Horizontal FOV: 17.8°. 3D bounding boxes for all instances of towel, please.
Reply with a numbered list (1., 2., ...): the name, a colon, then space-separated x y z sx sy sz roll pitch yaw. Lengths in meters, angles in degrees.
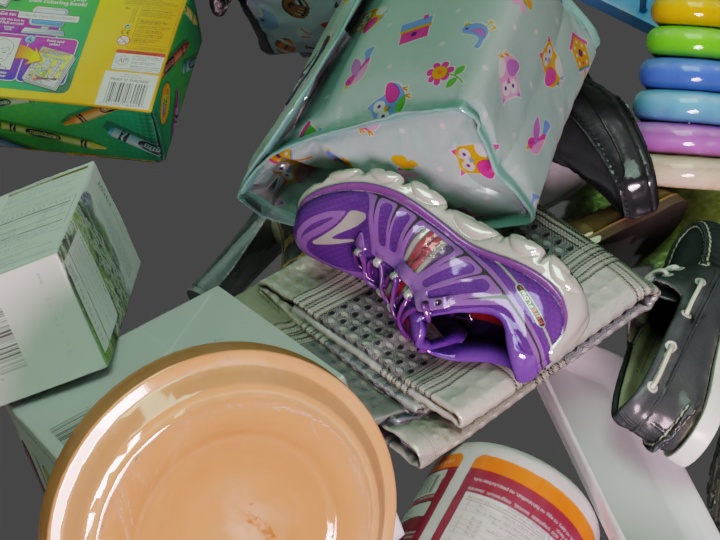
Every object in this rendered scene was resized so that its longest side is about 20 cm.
1. towel: 0.048 0.016 1.408 0.200 0.035 0.192 -34 50 -23

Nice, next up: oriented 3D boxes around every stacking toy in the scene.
1. stacking toy: 0.220 -0.154 1.522 0.085 0.085 0.201 4 93 8

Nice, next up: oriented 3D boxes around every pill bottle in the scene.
1. pill bottle: 0.051 0.204 1.308 0.109 0.110 0.200 20 56 19

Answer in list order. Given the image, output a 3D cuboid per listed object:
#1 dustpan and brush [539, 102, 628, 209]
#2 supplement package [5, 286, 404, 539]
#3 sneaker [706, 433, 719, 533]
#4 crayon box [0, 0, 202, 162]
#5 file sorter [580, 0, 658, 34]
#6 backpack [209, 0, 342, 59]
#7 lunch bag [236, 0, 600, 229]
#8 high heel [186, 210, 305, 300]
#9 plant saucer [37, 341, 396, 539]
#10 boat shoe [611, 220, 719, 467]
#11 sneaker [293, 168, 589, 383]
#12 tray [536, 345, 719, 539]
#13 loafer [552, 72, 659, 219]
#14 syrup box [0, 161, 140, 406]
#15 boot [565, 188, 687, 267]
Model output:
1. dustpan and brush: 0.074 -0.062 1.556 0.139 0.057 0.200 28 53 26
2. supplement package: -0.096 0.113 1.340 0.156 0.111 0.200 -28 23 -15
3. sneaker: 0.274 0.082 1.406 0.090 0.078 0.200 21 59 13
4. crayon box: -0.224 -0.148 1.637 0.199 0.058 0.119 6 53 10
5. file sorter: 0.272 -0.233 1.618 0.200 0.123 0.139 30 61 24
6. backpack: 0.023 -0.222 1.597 0.190 0.154 0.200 -4 49 39
7. lunch bag: 0.027 -0.110 1.447 0.200 0.122 0.171 -6 44 35
8. high heel: 0.000 0.000 1.493 0.200 0.071 0.143 25 63 32
9. plant saucer: -0.072 0.138 1.226 0.200 0.201 0.032 -26 23 -15
10. boat shoe: 0.197 0.031 1.432 0.060 0.076 0.200 29 38 -12
11. sneaker: 0.035 0.004 1.350 0.200 0.081 0.083 23 56 31
12. tray: 0.156 0.114 1.384 0.107 0.022 0.200 21 31 -36
13. loafer: 0.131 -0.095 1.501 0.070 0.068 0.201 -23 44 -9
14. syrup box: -0.197 0.005 1.438 0.081 0.079 0.200 -20 17 6
15. boot: 0.118 -0.018 1.491 0.200 0.074 0.076 -25 61 -16
